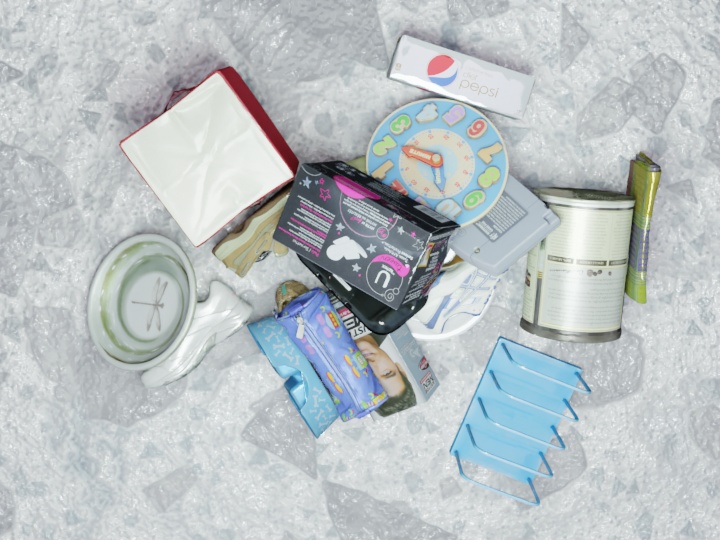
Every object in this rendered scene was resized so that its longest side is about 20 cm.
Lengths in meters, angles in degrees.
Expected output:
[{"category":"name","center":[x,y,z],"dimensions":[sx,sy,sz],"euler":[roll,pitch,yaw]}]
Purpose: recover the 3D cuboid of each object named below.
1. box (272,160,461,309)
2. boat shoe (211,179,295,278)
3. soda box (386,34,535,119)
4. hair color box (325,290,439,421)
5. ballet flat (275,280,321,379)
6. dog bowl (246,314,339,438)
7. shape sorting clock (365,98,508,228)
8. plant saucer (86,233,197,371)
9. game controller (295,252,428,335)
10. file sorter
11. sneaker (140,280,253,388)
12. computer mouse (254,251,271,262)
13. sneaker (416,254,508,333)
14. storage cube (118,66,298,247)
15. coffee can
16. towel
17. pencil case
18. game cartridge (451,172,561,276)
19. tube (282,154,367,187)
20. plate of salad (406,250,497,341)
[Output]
[{"category":"box","center":[0.008,-0.050,1.420],"dimensions":[0.200,0.132,0.115],"euler":[30,107,16]},{"category":"boat shoe","center":[-0.126,-0.054,1.525],"dimensions":[0.076,0.072,0.200],"euler":[49,132,-5]},{"category":"soda box","center":[0.141,-0.273,1.525],"dimensions":[0.199,0.068,0.064],"euler":[17,97,-5]},{"category":"hair color box","center":[0.021,0.110,1.575],"dimensions":[0.099,0.061,0.200],"euler":[-25,98,31]},{"category":"ballet flat","center":[-0.065,0.108,1.600],"dimensions":[0.070,0.065,0.200],"euler":[-34,100,8]},{"category":"dog bowl","center":[-0.096,0.152,1.591],"dimensions":[0.049,0.111,0.200],"euler":[-31,100,-9]},{"category":"shape sorting clock","center":[0.106,-0.150,1.500],"dimensions":[0.199,0.039,0.201],"euler":[-1,74,4]},{"category":"plant saucer","center":[-0.307,0.048,1.563],"dimensions":[0.199,0.050,0.201],"euler":[-7,75,27]},{"category":"game controller","center":[0.000,0.000,1.509],"dimensions":[0.104,0.042,0.200],"euler":[-41,68,-11]},{"category":"file sorter","center":[0.240,0.227,1.603],"dimensions":[0.138,0.123,0.201],"euler":[21,100,-6]},{"category":"sneaker","center":[-0.258,0.091,1.597],"dimensions":[0.200,0.078,0.099],"euler":[-41,91,0]},{"category":"computer mouse","center":[-0.087,-0.051,1.589],"dimensions":[0.199,0.034,0.059],"euler":[-14,92,9]},{"category":"sneaker","center":[0.164,0.015,1.540],"dimensions":[0.200,0.075,0.088],"euler":[-30,105,10]},{"category":"storage cube","center":[-0.204,-0.162,1.485],"dimensions":[0.171,0.180,0.200],"euler":[-34,101,6]},{"category":"coffee can","center":[0.310,-0.011,1.543],"dimensions":[0.146,0.146,0.201],"euler":[3,101,-2]},{"category":"towel","center":[0.397,-0.064,1.536],"dimensions":[0.023,0.144,0.201],"euler":[3,102,1]},{"category":"pencil case","center":[-0.040,0.120,1.523],"dimensions":[0.078,0.087,0.200],"euler":[-31,96,16]},{"category":"game cartridge","center":[0.169,-0.082,1.509],"dimensions":[0.133,0.200,0.042],"euler":[-41,140,0]},{"category":"tube","center":[-0.010,-0.134,1.557],"dimensions":[0.199,0.052,0.058],"euler":[-17,113,0]},{"category":"plate of salad","center":[0.103,0.004,1.593],"dimensions":[0.199,0.048,0.201],"euler":[0,94,3]}]
